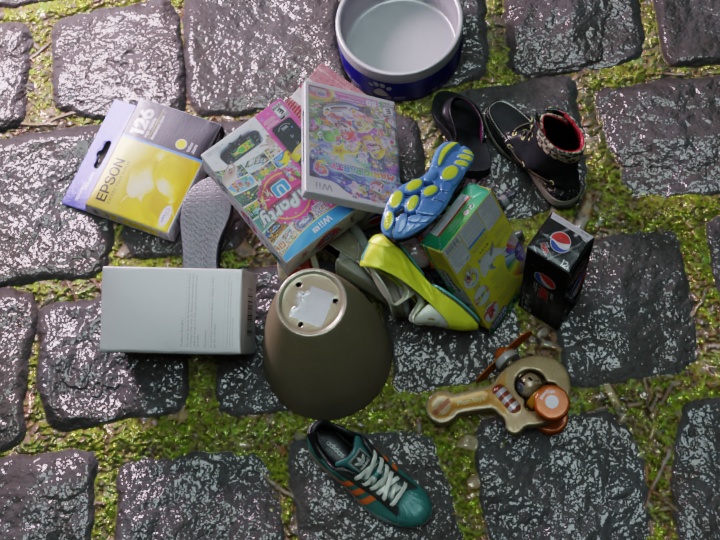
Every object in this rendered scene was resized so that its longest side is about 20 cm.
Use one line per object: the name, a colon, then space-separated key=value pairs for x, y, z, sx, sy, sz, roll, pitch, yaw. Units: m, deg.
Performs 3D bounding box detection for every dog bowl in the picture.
dog bowl: x=0.062 y=-0.369 z=1.764 sx=0.197 sy=0.079 sz=0.203 roll=-2 pitch=67 yaw=3

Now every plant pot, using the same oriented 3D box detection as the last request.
plant pot: x=-0.053 y=0.081 z=1.513 sx=0.185 sy=0.200 sz=0.190 roll=-1 pitch=67 yaw=3

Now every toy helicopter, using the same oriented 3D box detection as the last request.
toy helicopter: x=0.184 y=0.161 z=1.528 sx=0.197 sy=0.079 sz=0.134 roll=-12 pitch=65 yaw=4

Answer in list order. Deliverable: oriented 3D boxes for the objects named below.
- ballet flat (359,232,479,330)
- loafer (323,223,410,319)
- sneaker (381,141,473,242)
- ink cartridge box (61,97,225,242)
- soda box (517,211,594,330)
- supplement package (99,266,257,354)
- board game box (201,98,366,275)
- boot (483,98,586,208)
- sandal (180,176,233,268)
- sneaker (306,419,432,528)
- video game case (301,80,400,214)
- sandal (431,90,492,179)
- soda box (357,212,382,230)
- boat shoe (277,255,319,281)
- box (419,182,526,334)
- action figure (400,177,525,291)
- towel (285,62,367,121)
ballet flat: x=0.075 y=0.033 z=1.535 sx=0.200 sy=0.067 sz=0.067 roll=43 pitch=75 yaw=-17
loafer: x=0.000 y=0.000 z=1.615 sx=0.069 sy=0.075 sz=0.200 roll=-34 pitch=62 yaw=-10
sneaker: x=0.095 y=-0.094 z=1.525 sx=0.070 sy=0.083 sz=0.200 roll=25 pitch=47 yaw=18
ink cartridge box: x=-0.335 y=-0.164 z=1.728 sx=0.198 sy=0.047 sz=0.200 roll=19 pitch=70 yaw=10
soda box: x=0.261 y=0.005 z=1.519 sx=0.070 sy=0.200 sz=0.064 roll=33 pitch=73 yaw=17
supplement package: x=-0.250 y=0.057 z=1.570 sx=0.197 sy=0.117 sz=0.119 roll=2 pitch=87 yaw=5
board game box: x=-0.106 y=-0.119 z=1.586 sx=0.147 sy=0.064 sz=0.201 roll=-37 pitch=78 yaw=-13
boot: x=0.254 y=-0.201 z=1.634 sx=0.073 sy=0.154 sz=0.204 roll=-33 pitch=68 yaw=-10
sandal: x=-0.230 y=-0.041 z=1.670 sx=0.075 sy=0.043 sz=0.203 roll=6 pitch=78 yaw=7
sneaker: x=0.007 y=0.267 z=1.491 sx=0.199 sy=0.080 sz=0.072 roll=32 pitch=72 yaw=17
video game case: x=-0.014 y=-0.172 z=1.580 sx=0.141 sy=0.018 sz=0.202 roll=11 pitch=54 yaw=-19
sandal: x=0.157 y=-0.214 z=1.676 sx=0.074 sy=0.048 sz=0.202 roll=-3 pitch=43 yaw=-11
soda box: x=-0.012 y=-0.163 z=1.689 sx=0.068 sy=0.064 sz=0.202 roll=-20 pitch=66 yaw=-5
boat shoe: x=-0.115 y=-0.080 z=1.662 sx=0.062 sy=0.071 sz=0.202 roll=-18 pitch=70 yaw=0
box: x=0.168 y=-0.011 z=1.551 sx=0.048 sy=0.201 sz=0.118 roll=24 pitch=68 yaw=46
action figure: x=0.121 y=-0.071 z=1.598 sx=0.193 sy=0.104 sz=0.201 roll=-32 pitch=92 yaw=-28
towel: x=-0.064 y=-0.193 z=1.655 sx=0.144 sy=0.023 sz=0.200 roll=38 pitch=75 yaw=11
